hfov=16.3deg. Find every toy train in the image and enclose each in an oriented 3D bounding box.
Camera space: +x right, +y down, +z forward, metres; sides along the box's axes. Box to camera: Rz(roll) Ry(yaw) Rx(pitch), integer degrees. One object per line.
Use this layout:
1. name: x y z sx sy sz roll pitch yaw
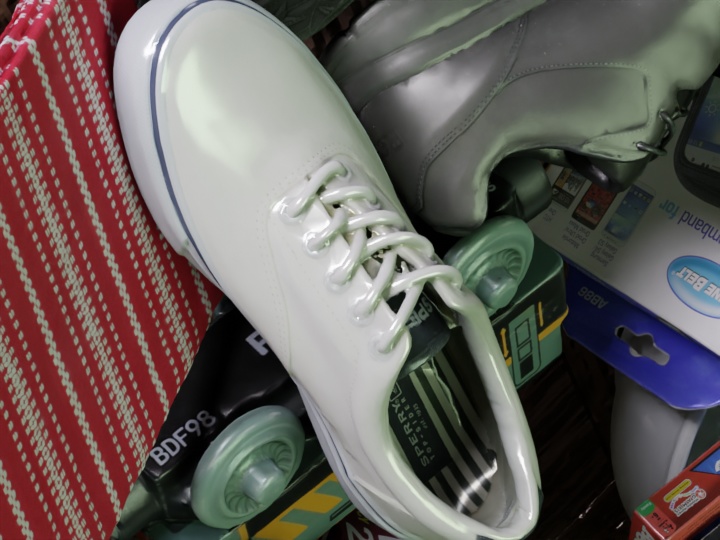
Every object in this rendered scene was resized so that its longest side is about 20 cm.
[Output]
1. toy train: -0.010 0.036 0.864 0.200 0.085 0.114 -39 147 -18

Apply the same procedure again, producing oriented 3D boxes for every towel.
1. towel: -0.091 0.010 0.713 0.200 0.022 0.145 -67 147 -46

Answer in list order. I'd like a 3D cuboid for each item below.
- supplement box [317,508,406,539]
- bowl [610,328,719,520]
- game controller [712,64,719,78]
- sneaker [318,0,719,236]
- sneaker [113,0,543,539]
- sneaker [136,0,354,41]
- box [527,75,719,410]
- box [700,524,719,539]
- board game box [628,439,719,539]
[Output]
1. supplement box: -0.012 0.183 0.929 0.061 0.109 0.201 15 108 -11
2. bowl: 0.169 0.042 1.033 0.201 0.090 0.202 -25 132 -31
3. game controller: 0.174 -0.157 0.892 0.042 0.104 0.200 33 92 -25
4. sneaker: 0.088 -0.078 0.825 0.199 0.091 0.076 -27 176 -4
5. sneaker: 0.000 0.000 0.755 0.073 0.071 0.200 -44 116 -23
6. sneaker: 0.004 -0.144 0.771 0.200 0.060 0.104 -41 137 -9
7. box: 0.143 -0.051 0.922 0.200 0.119 0.041 -57 140 1
8. box: 0.196 0.103 0.963 0.200 0.046 0.159 -36 154 -21
9. board game box: 0.175 0.062 0.947 0.200 0.019 0.103 -36 155 -21
